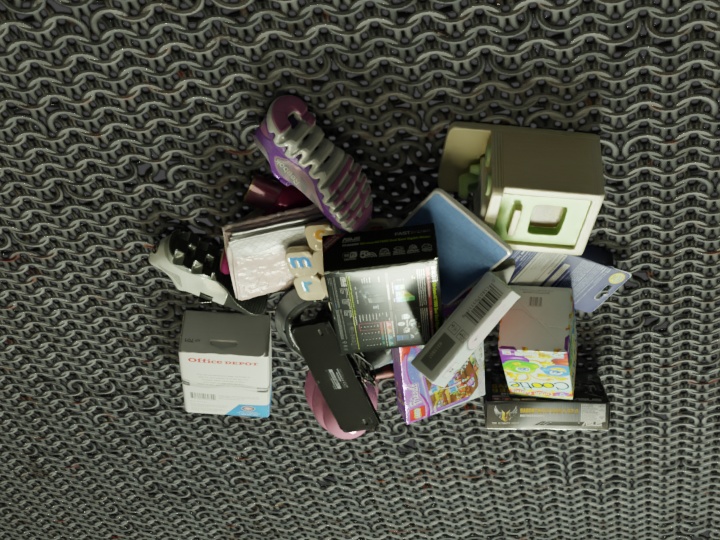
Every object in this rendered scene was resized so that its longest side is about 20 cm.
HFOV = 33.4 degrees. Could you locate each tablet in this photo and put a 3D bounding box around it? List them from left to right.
[{"bbox_3d":[0.110,-0.029,1.601,0.130,0.014,0.200,39,149,-3],"label":"tablet"}]

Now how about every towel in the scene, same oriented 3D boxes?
[{"bbox_3d":[-0.090,-0.028,1.691,0.197,0.033,0.192,-13,153,-6],"label":"towel"}]

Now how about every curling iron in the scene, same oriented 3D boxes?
[{"bbox_3d":[0.051,0.163,1.842,0.198,0.050,0.026,-21,170,-3],"label":"curling iron"}]

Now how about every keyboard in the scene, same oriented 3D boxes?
[{"bbox_3d":[-0.020,0.149,1.783,0.103,0.040,0.202,-10,118,31],"label":"keyboard"}]

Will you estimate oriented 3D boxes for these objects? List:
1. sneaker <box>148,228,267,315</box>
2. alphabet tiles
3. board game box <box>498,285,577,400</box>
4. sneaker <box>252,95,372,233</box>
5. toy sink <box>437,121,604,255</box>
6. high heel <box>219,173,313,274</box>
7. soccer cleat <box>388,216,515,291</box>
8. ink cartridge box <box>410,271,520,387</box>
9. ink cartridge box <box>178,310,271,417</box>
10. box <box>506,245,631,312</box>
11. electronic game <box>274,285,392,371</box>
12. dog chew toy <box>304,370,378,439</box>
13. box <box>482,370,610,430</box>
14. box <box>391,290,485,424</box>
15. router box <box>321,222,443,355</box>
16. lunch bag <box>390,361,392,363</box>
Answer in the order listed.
[{"bbox_3d":[-0.228,0.008,1.794,0.199,0.075,0.088,36,143,-29],"label":"sneaker"},{"bbox_3d":[0.000,0.000,1.652,0.197,0.015,0.197,-3,137,15],"label":"alphabet tiles"},{"bbox_3d":[0.272,0.112,1.823,0.103,0.104,0.200,2,155,14],"label":"board game box"},{"bbox_3d":[-0.066,-0.129,1.548,0.088,0.081,0.201,-23,111,48],"label":"sneaker"},{"bbox_3d":[0.203,-0.102,1.558,0.197,0.113,0.131,6,145,-3],"label":"toy sink"},{"bbox_3d":[-0.136,-0.049,1.695,0.095,0.068,0.201,22,138,-8],"label":"high heel"},{"bbox_3d":[0.128,-0.031,1.697,0.199,0.069,0.085,33,118,-11],"label":"soccer cleat"},{"bbox_3d":[0.158,0.088,1.649,0.163,0.057,0.200,-50,157,4],"label":"ink cartridge box"},{"bbox_3d":[-0.219,0.156,1.978,0.144,0.087,0.201,4,143,-2],"label":"ink cartridge box"},{"bbox_3d":[0.283,-0.001,1.761,0.198,0.033,0.121,17,143,-16],"label":"box"},{"bbox_3d":[-0.030,0.082,1.782,0.197,0.042,0.201,6,136,6],"label":"electronic game"},{"bbox_3d":[-0.026,0.208,1.937,0.123,0.200,0.126,-2,107,-5],"label":"dog chew toy"},{"bbox_3d":[0.298,0.210,1.957,0.197,0.159,0.049,1,104,5],"label":"box"},{"bbox_3d":[0.116,0.130,1.791,0.135,0.039,0.202,-19,133,-13],"label":"box"},{"bbox_3d":[0.033,0.027,1.591,0.148,0.063,0.201,-6,143,2],"label":"router box"},{"bbox_3d":[0.077,0.086,1.862,0.197,0.083,0.161,10,140,-12],"label":"lunch bag"}]
